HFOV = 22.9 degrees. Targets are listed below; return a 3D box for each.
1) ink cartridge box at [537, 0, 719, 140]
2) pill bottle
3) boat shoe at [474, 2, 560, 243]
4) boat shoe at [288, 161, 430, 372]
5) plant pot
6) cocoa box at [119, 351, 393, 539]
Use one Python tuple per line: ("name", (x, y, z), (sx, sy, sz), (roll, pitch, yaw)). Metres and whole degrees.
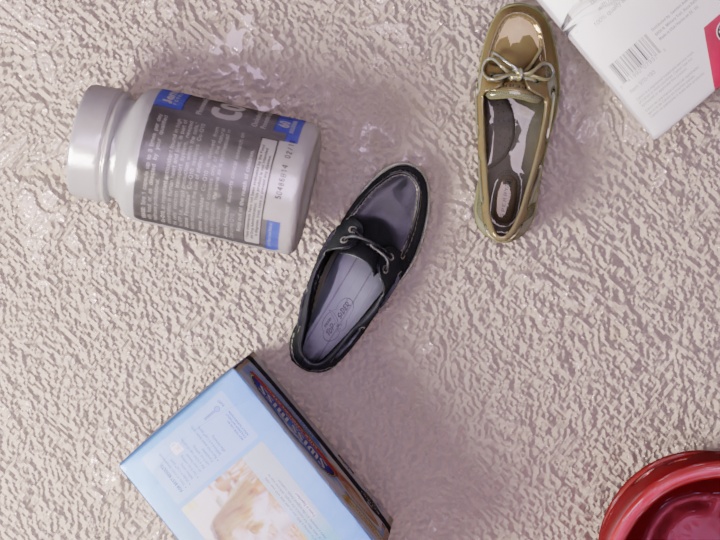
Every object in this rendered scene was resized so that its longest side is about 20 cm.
("ink cartridge box", (0.237, -0.234, 1.454), (0.145, 0.083, 0.200), (-40, 90, 31))
("pill bottle", (-0.139, -0.089, 1.495), (0.198, 0.114, 0.115), (13, 94, 2))
("boat shoe", (0.129, -0.124, 1.501), (0.072, 0.063, 0.203), (9, 94, 3))
("boat shoe", (-0.002, -0.001, 1.515), (0.074, 0.066, 0.200), (35, 95, 1))
("plant pot", (0.286, 0.241, 1.452), (0.198, 0.182, 0.203), (0, 94, 4))
("cocoa box", (-0.085, 0.190, 1.498), (0.133, 0.131, 0.201), (-39, 90, 5))
